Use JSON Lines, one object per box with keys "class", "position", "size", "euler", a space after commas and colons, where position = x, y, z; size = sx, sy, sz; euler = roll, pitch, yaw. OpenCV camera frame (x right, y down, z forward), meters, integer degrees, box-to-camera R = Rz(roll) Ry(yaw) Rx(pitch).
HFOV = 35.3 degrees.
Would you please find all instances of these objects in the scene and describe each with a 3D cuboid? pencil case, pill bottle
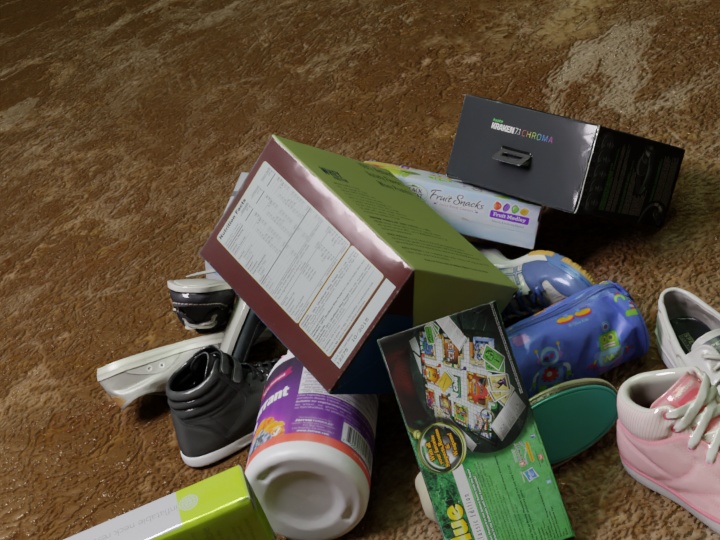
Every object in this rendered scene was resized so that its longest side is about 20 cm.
{"class": "pencil case", "position": [0.168, 0.074, 1.041], "size": [0.199, 0.087, 0.078], "euler": [-21, 38, -15]}
{"class": "pill bottle", "position": [-0.040, 0.141, 1.050], "size": [0.111, 0.112, 0.200], "euler": [-12, 32, 13]}

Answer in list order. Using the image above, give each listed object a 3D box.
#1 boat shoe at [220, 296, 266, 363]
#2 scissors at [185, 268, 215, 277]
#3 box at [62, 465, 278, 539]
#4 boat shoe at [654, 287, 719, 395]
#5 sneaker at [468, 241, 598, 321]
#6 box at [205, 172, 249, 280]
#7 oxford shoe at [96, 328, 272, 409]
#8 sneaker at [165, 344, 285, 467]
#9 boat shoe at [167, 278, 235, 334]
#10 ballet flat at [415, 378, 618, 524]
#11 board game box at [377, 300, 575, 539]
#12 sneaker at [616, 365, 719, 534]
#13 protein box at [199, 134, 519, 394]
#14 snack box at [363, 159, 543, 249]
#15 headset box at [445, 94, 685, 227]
{"class": "boat shoe", "position": [-0.096, 0.031, 1.208], "size": [0.201, 0.062, 0.073], "euler": [-68, 14, -6]}
{"class": "scissors", "position": [-0.100, -0.012, 1.287], "size": [0.073, 0.014, 0.200], "euler": [30, 36, 34]}
{"class": "box", "position": [-0.168, 0.253, 0.940], "size": [0.199, 0.122, 0.048], "euler": [-22, 35, -3]}
{"class": "boat shoe", "position": [0.314, 0.081, 0.985], "size": [0.072, 0.066, 0.200], "euler": [-19, 31, 2]}
{"class": "sneaker", "position": [0.155, 0.029, 1.164], "size": [0.200, 0.075, 0.088], "euler": [7, 48, 51]}
{"class": "box", "position": [-0.095, -0.053, 1.412], "size": [0.155, 0.041, 0.200], "euler": [4, 37, 7]}
{"class": "oxford shoe", "position": [-0.190, 0.105, 1.251], "size": [0.199, 0.058, 0.075], "euler": [-18, -4, -21]}
{"class": "sneaker", "position": [-0.109, 0.109, 1.151], "size": [0.200, 0.100, 0.071], "euler": [-30, 31, -19]}
{"class": "boat shoe", "position": [-0.174, 0.040, 1.250], "size": [0.073, 0.061, 0.200], "euler": [5, -2, -5]}
{"class": "ballet flat", "position": [0.134, 0.152, 0.989], "size": [0.199, 0.070, 0.069], "euler": [-29, 32, -13]}
{"class": "board game box", "position": [0.093, 0.135, 0.921], "size": [0.104, 0.201, 0.023], "euler": [-18, -3, 2]}
{"class": "sneaker", "position": [0.279, 0.140, 0.879], "size": [0.075, 0.105, 0.200], "euler": [-35, 35, -27]}
{"class": "protein box", "position": [0.000, 0.000, 1.053], "size": [0.200, 0.198, 0.135], "euler": [44, 109, 29]}
{"class": "snack box", "position": [0.093, -0.075, 1.241], "size": [0.199, 0.053, 0.142], "euler": [13, 11, 2]}
{"class": "headset box", "position": [0.216, -0.117, 1.211], "size": [0.174, 0.093, 0.200], "euler": [21, 11, 40]}
